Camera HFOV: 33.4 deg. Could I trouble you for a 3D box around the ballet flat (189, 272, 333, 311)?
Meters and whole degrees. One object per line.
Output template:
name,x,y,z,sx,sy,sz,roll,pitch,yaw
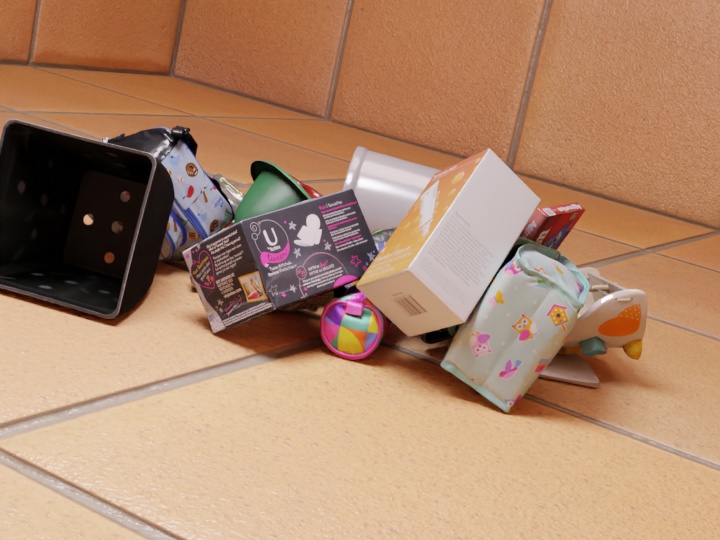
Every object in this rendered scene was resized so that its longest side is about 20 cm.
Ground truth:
ballet flat,-0.137,0.025,1.608,0.200,0.071,0.065,12,39,10

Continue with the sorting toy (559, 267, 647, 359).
sorting toy,0.276,0.072,1.641,0.180,0.107,0.200,-8,9,-5

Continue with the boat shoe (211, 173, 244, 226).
boat shoe,-0.154,-0.068,1.805,0.202,0.060,0.072,36,-15,-7

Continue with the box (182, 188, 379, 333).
box,-0.095,-0.014,1.480,0.200,0.115,0.132,-19,-3,-45

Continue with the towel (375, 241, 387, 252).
towel,0.093,-0.026,1.604,0.200,0.024,0.145,-8,11,1

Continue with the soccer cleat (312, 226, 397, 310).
soccer cleat,0.000,0.000,1.694,0.200,0.068,0.081,-23,47,-18

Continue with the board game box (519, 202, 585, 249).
board game box,0.210,-0.003,1.566,0.103,0.200,0.019,-10,49,-50

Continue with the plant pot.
plant pot,-0.337,-0.058,1.497,0.199,0.200,0.177,15,0,12

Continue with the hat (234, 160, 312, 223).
hat,-0.157,-0.044,1.680,0.176,0.200,0.166,-44,49,-18

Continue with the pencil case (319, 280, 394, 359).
pencil case,0.006,0.051,1.543,0.088,0.088,0.200,14,14,7

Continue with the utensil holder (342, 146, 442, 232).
utensil holder,0.069,-0.114,2.133,0.200,0.170,0.170,16,13,2

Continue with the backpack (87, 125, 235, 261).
backpack,-0.280,-0.096,1.688,0.200,0.154,0.191,2,-35,50

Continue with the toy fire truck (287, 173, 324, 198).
toy fire truck,-0.072,-0.062,1.955,0.168,0.112,0.200,33,2,-30

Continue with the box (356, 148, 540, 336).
box,0.107,-0.032,1.445,0.097,0.200,0.124,43,-29,-15

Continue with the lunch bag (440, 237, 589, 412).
lunch bag,0.192,0.056,1.467,0.122,0.170,0.200,35,16,3

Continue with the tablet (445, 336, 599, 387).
tablet,0.214,0.116,1.620,0.200,0.014,0.130,11,13,-6

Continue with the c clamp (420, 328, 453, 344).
c clamp,0.161,0.023,1.590,0.200,0.171,0.027,-19,56,-43
